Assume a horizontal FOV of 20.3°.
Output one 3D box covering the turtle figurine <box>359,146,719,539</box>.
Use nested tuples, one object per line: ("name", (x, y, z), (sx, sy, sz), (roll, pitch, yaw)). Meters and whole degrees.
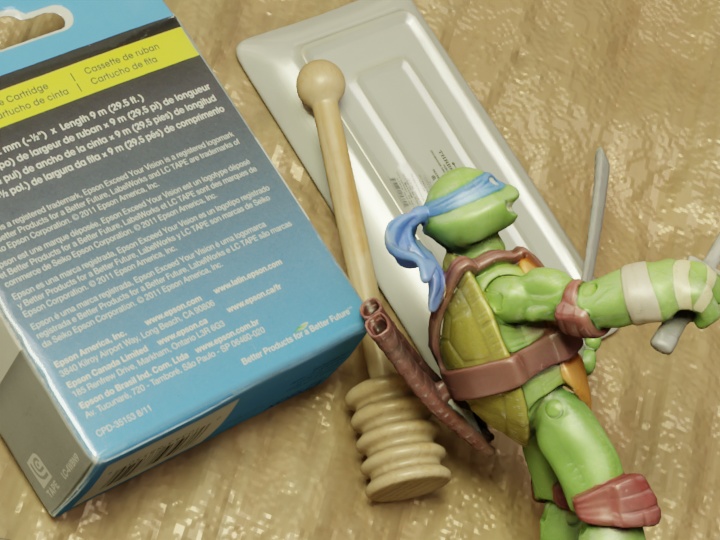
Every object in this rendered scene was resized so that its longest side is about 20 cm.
("turtle figurine", (0.112, 0.040, 0.822), (0.200, 0.144, 0.194), (-16, 93, -45))

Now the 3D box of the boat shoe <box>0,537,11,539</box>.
("boat shoe", (-0.110, 0.147, 0.722), (0.200, 0.076, 0.072), (17, 60, -14))

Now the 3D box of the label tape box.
("label tape box", (-0.110, -0.021, 0.819), (0.143, 0.066, 0.200), (-25, 74, -34))

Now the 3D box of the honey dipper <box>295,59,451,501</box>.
("honey dipper", (0.000, 0.000, 0.870), (0.038, 0.038, 0.200), (-2, 67, -26))

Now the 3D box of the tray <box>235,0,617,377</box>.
("tray", (0.035, -0.042, 0.925), (0.107, 0.022, 0.200), (-24, 76, -32))
